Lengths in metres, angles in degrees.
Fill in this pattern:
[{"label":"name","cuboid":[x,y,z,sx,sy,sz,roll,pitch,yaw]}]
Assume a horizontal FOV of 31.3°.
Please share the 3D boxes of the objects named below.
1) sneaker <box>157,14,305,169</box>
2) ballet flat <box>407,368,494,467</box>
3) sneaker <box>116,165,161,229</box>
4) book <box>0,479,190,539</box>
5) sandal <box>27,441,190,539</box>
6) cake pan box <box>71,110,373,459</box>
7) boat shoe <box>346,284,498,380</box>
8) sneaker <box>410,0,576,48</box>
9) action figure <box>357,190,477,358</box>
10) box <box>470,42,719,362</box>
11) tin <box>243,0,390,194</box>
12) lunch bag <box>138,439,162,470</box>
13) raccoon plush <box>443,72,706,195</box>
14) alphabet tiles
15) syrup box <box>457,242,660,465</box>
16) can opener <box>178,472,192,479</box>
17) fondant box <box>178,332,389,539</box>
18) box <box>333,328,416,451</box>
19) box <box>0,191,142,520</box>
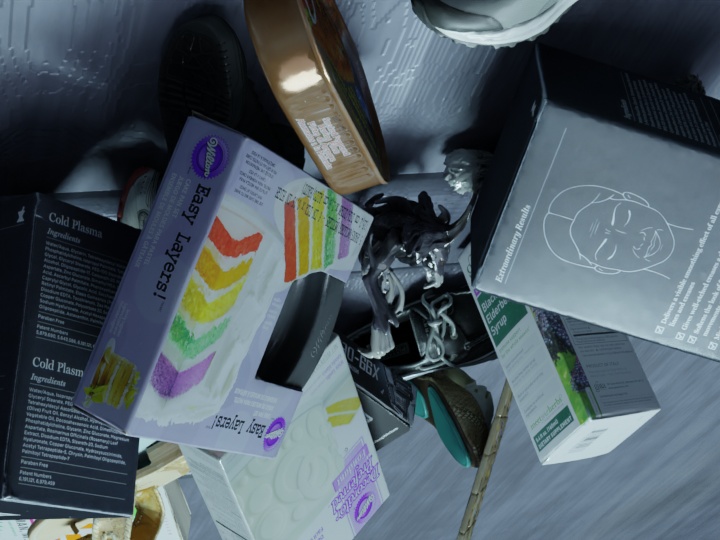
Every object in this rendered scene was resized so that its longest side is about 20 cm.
[{"label":"sneaker","cuboid":[-0.079,-0.083,0.854,0.104,0.059,0.203,-39,140,-48]},{"label":"ballet flat","cuboid":[0.086,0.121,1.200,0.064,0.200,0.072,-20,113,-13]},{"label":"sneaker","cuboid":[-0.115,0.017,0.917,0.081,0.078,0.202,-19,110,7]},{"label":"book","cuboid":[-0.270,0.211,1.199,0.196,0.048,0.135,-6,129,7]},{"label":"sandal","cuboid":[-0.185,0.202,1.047,0.210,0.070,0.077,-33,160,19]},{"label":"cake pan box","cuboid":[-0.078,0.021,0.812,0.186,0.052,0.200,-66,154,-3]},{"label":"boat shoe","cuboid":[0.066,0.053,1.154,0.196,0.075,0.068,-16,167,16]},{"label":"sneaker","cuboid":[0.120,-0.198,0.770,0.197,0.075,0.080,-22,142,-5]},{"label":"action figure","cuboid":[0.000,0.000,0.970,0.197,0.119,0.103,-12,114,16]},{"label":"box","cuboid":[0.191,-0.046,0.898,0.197,0.108,0.150,16,120,-6]},{"label":"tin","cuboid":[-0.026,-0.121,0.766,0.041,0.113,0.200,-20,150,7]},{"label":"lunch bag","cuboid":[-0.213,0.087,1.014,0.199,0.124,0.169,-30,149,33]},{"label":"raccoon plush","cuboid":[0.178,-0.088,0.963,0.197,0.098,0.135,1,138,-29]},{"label":"alphabet tiles","cuboid":[0.116,0.162,1.145,0.007,0.203,0.167,17,177,11]},{"label":"syrup box","cuboid":[0.160,0.048,1.063,0.080,0.202,0.079,-3,149,-32]},{"label":"can opener","cuboid":[-0.171,0.202,1.283,0.197,0.068,0.054,-3,150,-13]},{"label":"fondant box","cuboid":[-0.057,0.159,1.045,0.144,0.058,0.202,-45,138,-30]},{"label":"box","cuboid":[-0.071,0.126,1.156,0.157,0.050,0.199,37,128,-22]},{"label":"box","cuboid":[-0.239,0.065,0.837,0.198,0.185,0.103,-9,161,38]}]
